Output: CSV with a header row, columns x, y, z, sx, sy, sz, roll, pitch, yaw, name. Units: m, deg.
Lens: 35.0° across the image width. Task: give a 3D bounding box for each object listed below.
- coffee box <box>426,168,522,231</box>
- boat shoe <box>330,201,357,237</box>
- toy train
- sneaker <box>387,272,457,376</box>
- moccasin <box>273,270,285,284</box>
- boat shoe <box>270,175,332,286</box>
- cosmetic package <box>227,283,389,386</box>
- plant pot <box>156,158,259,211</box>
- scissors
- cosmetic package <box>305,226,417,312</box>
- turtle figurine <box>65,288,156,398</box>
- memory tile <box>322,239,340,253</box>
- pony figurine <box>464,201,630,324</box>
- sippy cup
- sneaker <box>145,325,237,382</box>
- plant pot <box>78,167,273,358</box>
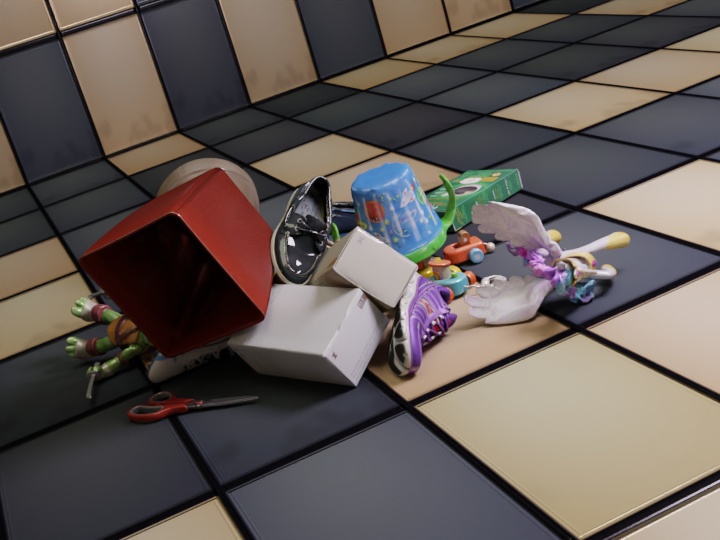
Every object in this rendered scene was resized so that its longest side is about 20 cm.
x,y,z,sx,sy,sz,roll,pitch,yaw,name
0.182,-0.126,2.040,0.123,0.044,0.200,3,26,45,coffee box
0.012,-0.099,1.873,0.200,0.069,0.084,-10,13,-6,boat shoe
0.145,-0.015,1.742,0.150,0.056,0.200,-18,18,-2,toy train
0.086,0.068,1.533,0.083,0.081,0.200,15,35,3,sneaker
-0.106,-0.013,1.823,0.078,0.074,0.201,23,29,5,moccasin
-0.075,-0.063,1.645,0.066,0.074,0.200,-44,20,39,boat shoe
-0.073,0.085,1.554,0.200,0.081,0.113,6,57,44,cosmetic package
-0.273,-0.084,2.128,0.200,0.200,0.174,-19,35,-7,plant pot
-0.234,0.189,1.564,0.200,0.014,0.073,-1,22,35,scissors
-0.007,0.013,1.594,0.071,0.105,0.200,-60,7,-17,cosmetic package
-0.411,0.092,1.786,0.194,0.144,0.200,-2,20,46,turtle figurine
0.000,0.000,1.705,0.200,0.153,0.017,7,63,54,memory tile
0.252,-0.014,1.543,0.193,0.167,0.200,4,11,30,pony figurine
0.049,-0.089,1.737,0.139,0.130,0.178,2,32,40,sippy cup
-0.227,0.111,1.701,0.200,0.072,0.073,-33,67,-15,sneaker
-0.235,-0.027,1.614,0.200,0.200,0.176,-22,28,33,plant pot
